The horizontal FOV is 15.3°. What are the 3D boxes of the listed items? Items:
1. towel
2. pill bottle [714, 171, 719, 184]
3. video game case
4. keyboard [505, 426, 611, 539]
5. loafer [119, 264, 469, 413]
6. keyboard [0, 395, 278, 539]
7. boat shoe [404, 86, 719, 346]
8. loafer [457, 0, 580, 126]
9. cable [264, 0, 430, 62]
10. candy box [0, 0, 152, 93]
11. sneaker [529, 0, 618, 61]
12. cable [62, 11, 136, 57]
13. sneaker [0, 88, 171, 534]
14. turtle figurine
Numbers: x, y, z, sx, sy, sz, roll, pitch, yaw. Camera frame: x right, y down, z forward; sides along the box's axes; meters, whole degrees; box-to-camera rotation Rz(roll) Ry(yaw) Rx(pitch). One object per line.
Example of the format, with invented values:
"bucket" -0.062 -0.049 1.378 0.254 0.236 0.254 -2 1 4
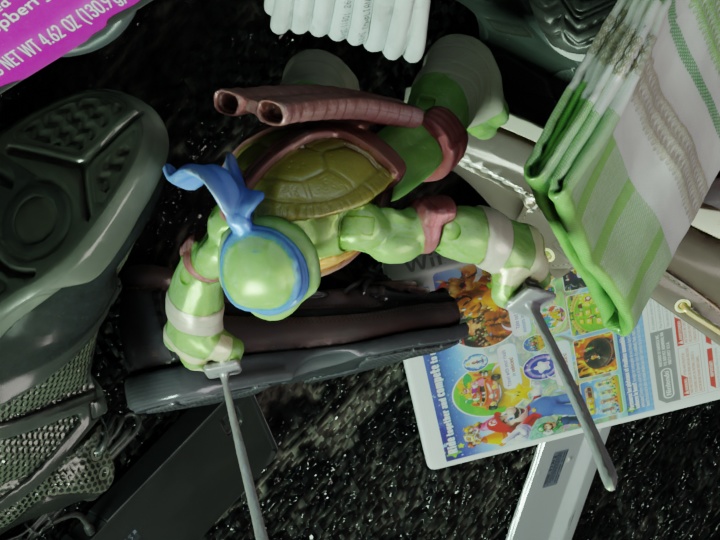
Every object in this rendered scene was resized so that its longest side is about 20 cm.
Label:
"towel" 0.141 -0.084 1.103 0.200 0.031 0.149 -60 150 -14
"pill bottle" 0.175 -0.100 1.285 0.113 0.113 0.200 -37 141 -28
"video game case" 0.118 0.024 1.300 0.199 0.018 0.143 -14 137 -1
"keyboard" 0.110 0.105 1.461 0.056 0.011 0.201 -5 120 -44
"loafer" -0.026 0.017 1.170 0.200 0.072 0.063 -10 85 -49
"keyboard" -0.118 0.117 1.173 0.200 0.021 0.127 -47 150 -18
"boat shoe" 0.103 -0.022 1.209 0.060 0.199 0.072 -65 -170 2
"loafer" 0.085 -0.121 1.200 0.063 0.072 0.200 -58 144 -15
"cable" 0.003 -0.175 0.928 0.200 0.069 0.201 99 -4 -64
"candy box" -0.154 -0.136 0.789 0.136 0.061 0.200 -29 130 20
"sneaker" 0.117 -0.176 1.142 0.077 0.075 0.201 65 36 -66
"cable" -0.141 -0.146 0.863 0.163 0.051 0.200 -35 132 29
"sneaker" -0.125 0.023 1.043 0.200 0.076 0.114 -58 148 6
"turtle figurine" 0.000 0.000 1.067 0.144 0.200 0.194 -38 -164 33
